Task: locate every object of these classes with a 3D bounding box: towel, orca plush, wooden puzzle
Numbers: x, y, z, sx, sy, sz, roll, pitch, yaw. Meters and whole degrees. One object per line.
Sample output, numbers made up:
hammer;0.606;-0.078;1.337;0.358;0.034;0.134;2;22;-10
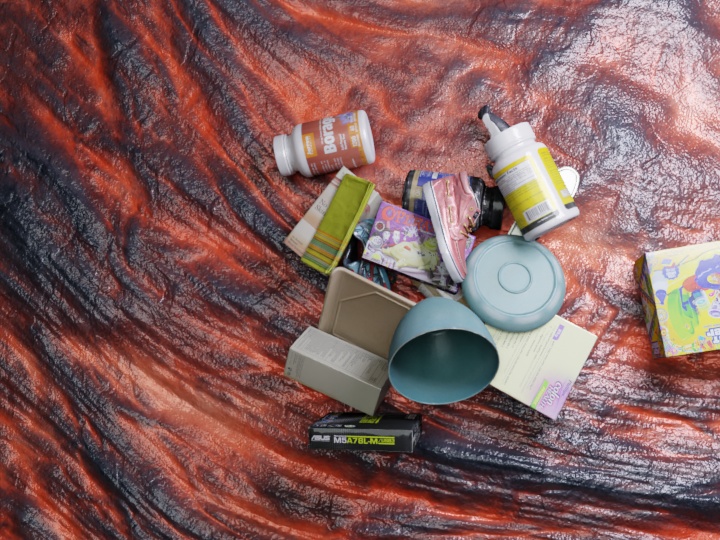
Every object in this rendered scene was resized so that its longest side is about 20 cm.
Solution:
towel;-0.046;-0.093;1.537;0.086;0.018;0.202;24;86;38
orca plush;0.303;-0.243;1.595;0.201;0.071;0.105;58;138;17
wooden puzzle;0.021;0.095;1.544;0.198;0.037;0.186;23;131;9

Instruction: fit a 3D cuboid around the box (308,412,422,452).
box;0.015;0.303;1.480;0.191;0.200;0.048;-3;88;10

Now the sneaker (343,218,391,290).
sneaker;0.000;0.000;1.562;0.079;0.095;0.203;-1;96;47

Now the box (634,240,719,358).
box;0.636;0.053;1.450;0.198;0.122;0.195;-10;81;8

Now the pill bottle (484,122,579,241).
pill bottle;0.319;-0.169;1.474;0.113;0.114;0.202;-26;83;5

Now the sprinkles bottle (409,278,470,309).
sprinkles bottle;0.156;0.034;1.563;0.068;0.068;0.200;-42;78;1

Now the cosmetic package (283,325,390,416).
cosmetic package;-0.040;0.196;1.547;0.198;0.104;0.074;24;120;13

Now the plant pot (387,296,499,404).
plant pot;0.143;0.127;1.422;0.198;0.201;0.136;-13;42;8

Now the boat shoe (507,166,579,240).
boat shoe;0.362;-0.117;1.553;0.075;0.062;0.201;33;91;10

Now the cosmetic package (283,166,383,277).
cosmetic package;-0.052;-0.099;1.609;0.103;0.087;0.201;37;89;15

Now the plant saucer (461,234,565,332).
plant saucer;0.290;0.017;1.474;0.198;0.027;0.202;0;65;1

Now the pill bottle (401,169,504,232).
pill bottle;0.187;-0.136;1.561;0.198;0.112;0.113;8;83;11

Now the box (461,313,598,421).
box;0.322;0.161;1.501;0.199;0.097;0.177;28;87;13

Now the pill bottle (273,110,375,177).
pill bottle;-0.075;-0.258;1.624;0.198;0.112;0.114;-12;80;8

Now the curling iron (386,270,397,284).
curling iron;0.069;0.076;1.593;0.049;0.026;0.202;-14;80;11

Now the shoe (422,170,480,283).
shoe;0.187;-0.083;1.467;0.090;0.071;0.202;-18;82;15

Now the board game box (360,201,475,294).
board game box;0.113;-0.043;1.517;0.198;0.032;0.121;20;76;-3
